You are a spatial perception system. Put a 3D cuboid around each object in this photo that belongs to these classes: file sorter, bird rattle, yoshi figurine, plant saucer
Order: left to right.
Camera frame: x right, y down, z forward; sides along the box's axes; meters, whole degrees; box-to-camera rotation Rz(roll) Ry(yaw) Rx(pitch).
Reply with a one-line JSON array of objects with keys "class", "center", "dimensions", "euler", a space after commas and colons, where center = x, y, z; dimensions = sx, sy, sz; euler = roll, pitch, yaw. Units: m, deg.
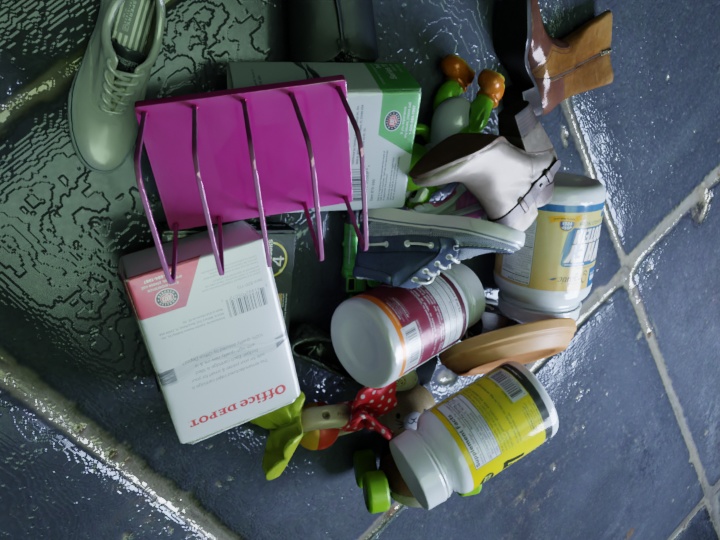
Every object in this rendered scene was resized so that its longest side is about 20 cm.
[{"class": "file sorter", "center": [-0.097, -0.081, 0.579], "dimensions": [0.197, 0.126, 0.140], "euler": [-10, 130, -8]}, {"class": "bird rattle", "center": [-0.049, 0.193, 0.813], "dimensions": [0.198, 0.163, 0.114], "euler": [-12, 73, -19]}, {"class": "yoshi figurine", "center": [0.099, -0.173, 0.791], "dimensions": [0.111, 0.112, 0.202], "euler": [26, 96, -18]}, {"class": "plant saucer", "center": [0.210, 0.113, 0.875], "dimensions": [0.198, 0.200, 0.038], "euler": [-4, 72, -28]}]

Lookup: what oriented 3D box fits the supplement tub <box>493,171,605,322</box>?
[{"class": "supplement tub", "center": [0.273, -0.036, 0.908], "dimensions": [0.143, 0.144, 0.203], "euler": [-8, 111, -27]}]

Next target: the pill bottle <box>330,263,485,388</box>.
[{"class": "pill bottle", "center": [0.068, 0.061, 0.801], "dimensions": [0.199, 0.113, 0.116], "euler": [-22, 119, -41]}]

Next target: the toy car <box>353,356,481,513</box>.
[{"class": "toy car", "center": [0.071, 0.221, 0.895], "dimensions": [0.162, 0.158, 0.203], "euler": [-6, 95, -10]}]

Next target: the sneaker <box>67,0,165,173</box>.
[{"class": "sneaker", "center": [-0.241, -0.193, 0.605], "dimensions": [0.072, 0.071, 0.202], "euler": [7, 104, -31]}]

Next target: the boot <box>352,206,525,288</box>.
[{"class": "boot", "center": [0.089, -0.018, 0.731], "dimensions": [0.073, 0.198, 0.092], "euler": [20, 80, -71]}]

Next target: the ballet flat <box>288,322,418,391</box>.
[{"class": "ballet flat", "center": [-0.012, 0.126, 0.828], "dimensions": [0.198, 0.057, 0.067], "euler": [21, 110, -15]}]

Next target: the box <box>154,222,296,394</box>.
[{"class": "box", "center": [-0.164, 0.043, 0.747], "dimensions": [0.159, 0.049, 0.203], "euler": [-1, 108, -25]}]

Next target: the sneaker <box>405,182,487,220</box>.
[{"class": "sneaker", "center": [0.140, -0.062, 0.814], "dimensions": [0.199, 0.089, 0.082], "euler": [-31, 161, -11]}]

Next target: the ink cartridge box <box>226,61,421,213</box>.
[{"class": "ink cartridge box", "center": [-0.046, -0.146, 0.679], "dimensions": [0.197, 0.083, 0.148], "euler": [-4, 130, -15]}]

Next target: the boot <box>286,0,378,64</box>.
[{"class": "boot", "center": [0.002, -0.319, 0.692], "dimensions": [0.198, 0.076, 0.170], "euler": [-16, 111, -16]}]

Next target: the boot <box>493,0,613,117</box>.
[{"class": "boot", "center": [0.287, -0.323, 0.860], "dimensions": [0.199, 0.068, 0.190], "euler": [-28, 119, -19]}]

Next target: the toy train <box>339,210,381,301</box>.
[{"class": "toy train", "center": [0.000, 0.000, 0.831], "dimensions": [0.056, 0.042, 0.203], "euler": [-4, 110, -17]}]

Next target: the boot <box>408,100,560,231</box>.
[{"class": "boot", "center": [0.159, -0.101, 0.737], "dimensions": [0.199, 0.070, 0.147], "euler": [-32, 124, -14]}]

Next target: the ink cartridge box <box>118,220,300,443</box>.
[{"class": "ink cartridge box", "center": [-0.162, 0.066, 0.679], "dimensions": [0.145, 0.083, 0.202], "euler": [-19, 115, -20]}]

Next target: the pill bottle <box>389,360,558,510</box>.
[{"class": "pill bottle", "center": [0.144, 0.212, 0.796], "dimensions": [0.198, 0.114, 0.115], "euler": [-27, 119, -14]}]

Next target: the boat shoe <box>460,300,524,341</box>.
[{"class": "boat shoe", "center": [0.169, 0.080, 0.940], "dimensions": [0.198, 0.060, 0.075], "euler": [11, 107, -31]}]
